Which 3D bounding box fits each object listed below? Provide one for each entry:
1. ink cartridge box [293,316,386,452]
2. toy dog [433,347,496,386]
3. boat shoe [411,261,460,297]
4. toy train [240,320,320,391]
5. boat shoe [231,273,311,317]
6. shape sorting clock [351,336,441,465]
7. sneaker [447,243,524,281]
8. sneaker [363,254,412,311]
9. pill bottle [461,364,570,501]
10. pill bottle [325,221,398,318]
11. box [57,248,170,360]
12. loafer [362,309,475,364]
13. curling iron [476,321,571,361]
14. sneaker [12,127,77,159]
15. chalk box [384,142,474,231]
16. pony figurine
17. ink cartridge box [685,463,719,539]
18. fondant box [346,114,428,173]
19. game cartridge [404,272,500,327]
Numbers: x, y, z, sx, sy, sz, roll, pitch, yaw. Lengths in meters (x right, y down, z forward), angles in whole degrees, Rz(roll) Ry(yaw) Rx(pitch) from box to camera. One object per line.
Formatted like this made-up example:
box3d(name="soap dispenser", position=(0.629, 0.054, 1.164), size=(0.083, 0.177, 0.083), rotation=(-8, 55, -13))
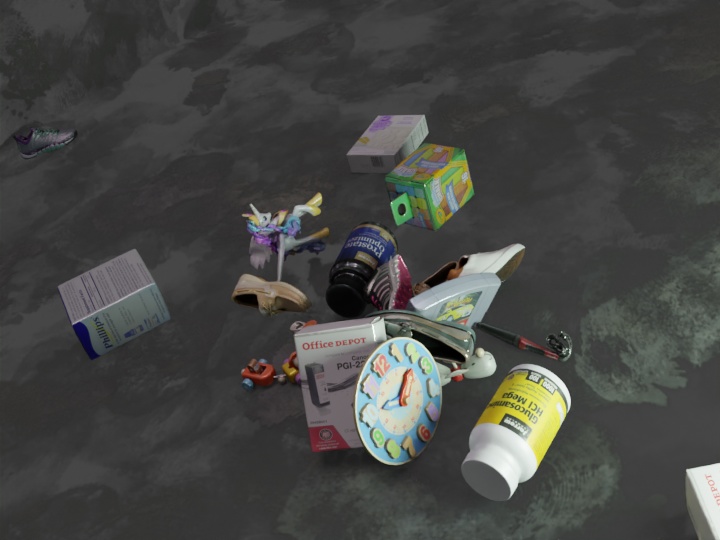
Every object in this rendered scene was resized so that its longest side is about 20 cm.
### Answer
box3d(name="ink cartridge box", position=(-0.021, 0.188, 1.492), size=(0.143, 0.204, 0.085), rotation=(-9, 1, 14))
box3d(name="toy dog", position=(0.127, 0.161, 1.563), size=(0.198, 0.097, 0.132), rotation=(-27, 35, -12))
box3d(name="boat shoe", position=(0.120, 0.052, 1.747), size=(0.199, 0.065, 0.071), rotation=(-36, 37, -23))
box3d(name="toy train", position=(-0.143, 0.153, 1.736), size=(0.148, 0.056, 0.200), rotation=(10, 43, 34))
box3d(name="boat shoe", position=(-0.190, 0.064, 1.878), size=(0.198, 0.074, 0.070), rotation=(11, 55, 38))
box3d(name="shape sorting clock", position=(0.064, 0.209, 1.435), size=(0.039, 0.202, 0.200), rotation=(-5, 31, 50))
box3d(name="sneaker", position=(0.244, -0.016, 1.739), size=(0.084, 0.074, 0.199), rotation=(35, 42, 26))
box3d(name="sneaker", position=(0.049, 0.058, 1.695), size=(0.086, 0.074, 0.202), rotation=(-25, 37, 21))
box3d(name="pill bottle", position=(0.236, 0.249, 1.375), size=(0.111, 0.114, 0.200), rotation=(9, 43, 34))
box3d(name="pill bottle", position=(0.000, 0.000, 1.834), size=(0.110, 0.113, 0.201), rotation=(-1, 37, 23))
box3d(name="box", position=(-0.549, 0.072, 1.994), size=(0.198, 0.106, 0.184), rotation=(-27, 35, -14))
box3d(name="loafer", position=(0.095, 0.115, 1.515), size=(0.196, 0.073, 0.063), rotation=(7, 38, 7))
box3d(name="curling iron", position=(0.292, 0.120, 1.602), size=(0.198, 0.025, 0.050), rotation=(12, 81, 42))
box3d(name="sneaker", position=(-1.037, -0.440, 2.952), size=(0.197, 0.089, 0.075), rotation=(-24, 34, -8))
box3d(name="chalk box", position=(0.143, -0.178, 2.007), size=(0.123, 0.126, 0.200), rotation=(16, 47, 40))
box3d(name="pony figurine", position=(-0.170, -0.069, 1.970), size=(0.197, 0.196, 0.166), rotation=(-13, 32, -29))
box3d(name="ink cartridge box", position=(0.538, 0.317, 1.154), size=(0.197, 0.086, 0.147), rotation=(-15, 34, 8))
box3d(name="fondant box", position=(0.071, -0.327, 2.308), size=(0.142, 0.059, 0.201), rotation=(4, 39, 30))
box3d(name="game cartridge", position=(0.159, 0.068, 1.604), size=(0.197, 0.134, 0.041), rotation=(-17, 51, -31))
